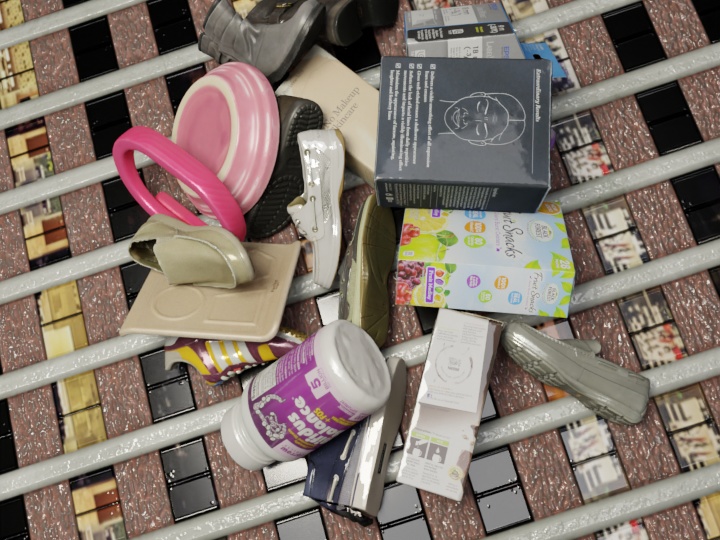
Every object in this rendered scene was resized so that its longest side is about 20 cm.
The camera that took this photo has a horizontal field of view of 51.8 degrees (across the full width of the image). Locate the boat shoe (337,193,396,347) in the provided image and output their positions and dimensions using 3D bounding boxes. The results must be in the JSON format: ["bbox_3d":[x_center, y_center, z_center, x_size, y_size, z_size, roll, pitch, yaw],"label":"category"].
[{"bbox_3d":[0.001,0.001,0.945,0.065,0.071,0.205,-11,66,37],"label":"boat shoe"}]

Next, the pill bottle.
[{"bbox_3d":[-0.069,0.153,0.868,0.199,0.112,0.114,-37,74,25],"label":"pill bottle"}]

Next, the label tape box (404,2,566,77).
[{"bbox_3d":[0.156,-0.296,0.961,0.196,0.064,0.145,-4,34,4],"label":"label tape box"}]

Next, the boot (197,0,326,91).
[{"bbox_3d":[-0.136,-0.303,0.944,0.131,0.199,0.070,42,50,-10],"label":"boot"}]

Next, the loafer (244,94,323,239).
[{"bbox_3d":[-0.109,-0.136,0.965,0.071,0.072,0.202,42,115,37],"label":"loafer"}]

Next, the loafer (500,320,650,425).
[{"bbox_3d":[0.257,0.111,0.888,0.198,0.070,0.071,31,72,-7],"label":"loafer"}]

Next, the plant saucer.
[{"bbox_3d":[-0.183,-0.168,0.953,0.198,0.050,0.205,-4,84,44],"label":"plant saucer"}]

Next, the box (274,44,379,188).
[{"bbox_3d":[-0.009,-0.196,0.985,0.199,0.078,0.095,38,84,12],"label":"box"}]

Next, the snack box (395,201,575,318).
[{"bbox_3d":[0.146,-0.024,0.891,0.196,0.069,0.170,5,33,5],"label":"snack box"}]

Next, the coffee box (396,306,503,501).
[{"bbox_3d":[0.104,0.157,0.876,0.078,0.113,0.204,14,79,8],"label":"coffee box"}]

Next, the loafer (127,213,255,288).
[{"bbox_3d":[-0.207,-0.013,0.897,0.198,0.077,0.068,14,45,38],"label":"loafer"}]

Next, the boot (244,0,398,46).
[{"bbox_3d":[-0.055,-0.366,1.025,0.172,0.070,0.200,14,40,31],"label":"boot"}]

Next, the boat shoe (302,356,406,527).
[{"bbox_3d":[-0.008,0.196,0.902,0.091,0.075,0.203,6,66,24],"label":"boat shoe"}]

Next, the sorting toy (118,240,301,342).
[{"bbox_3d":[-0.180,0.025,0.930,0.196,0.037,0.187,-1,37,7],"label":"sorting toy"}]

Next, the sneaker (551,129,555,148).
[{"bbox_3d":[0.173,-0.196,0.974,0.199,0.081,0.089,38,74,10],"label":"sneaker"}]

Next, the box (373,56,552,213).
[{"bbox_3d":[0.118,-0.157,0.870,0.196,0.107,0.152,3,79,6],"label":"box"}]

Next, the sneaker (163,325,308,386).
[{"bbox_3d":[-0.153,0.106,0.939,0.196,0.075,0.092,10,85,14],"label":"sneaker"}]

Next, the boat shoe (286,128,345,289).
[{"bbox_3d":[-0.059,-0.076,0.936,0.068,0.071,0.204,-1,104,-13],"label":"boat shoe"}]

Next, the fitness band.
[{"bbox_3d":[-0.226,-0.095,0.921,0.198,0.144,0.038,35,60,12],"label":"fitness band"}]
